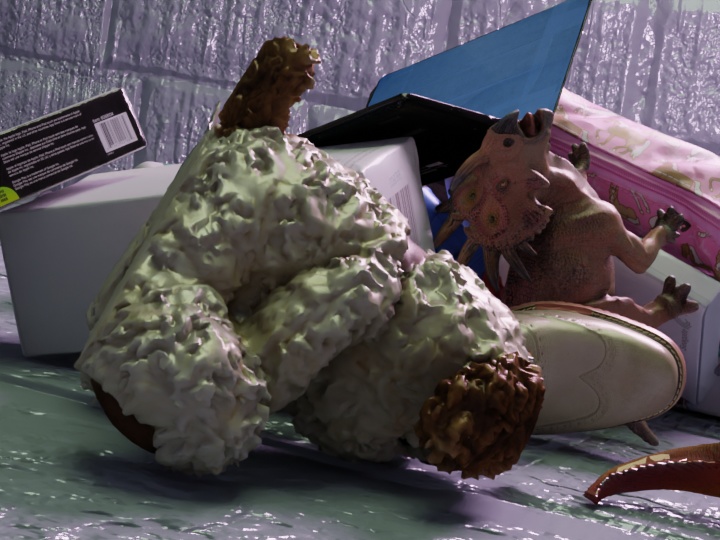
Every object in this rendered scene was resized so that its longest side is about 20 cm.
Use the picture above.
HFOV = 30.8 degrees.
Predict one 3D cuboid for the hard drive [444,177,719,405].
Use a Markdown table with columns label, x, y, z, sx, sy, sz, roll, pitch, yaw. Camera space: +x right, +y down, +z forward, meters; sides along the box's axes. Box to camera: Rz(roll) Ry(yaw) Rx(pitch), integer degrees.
| label | x | y | z | sx | sy | sz | roll | pitch | yaw |
| --- | --- | --- | --- | --- | --- | --- | --- | --- | --- |
| hard drive | 0.144 | 0.001 | 0.860 | 0.199 | 0.027 | 0.132 | 33 | -20 | 27 |

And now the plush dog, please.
| label | x | y | z | sx | sy | sz | roll | pitch | yaw |
| --- | --- | --- | --- | --- | --- | --- | --- | --- | --- |
| plush dog | -0.006 | 0.017 | 0.530 | 0.171 | 0.161 | 0.200 | 33 | -2 | -12 |

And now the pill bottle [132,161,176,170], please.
| label | x | y | z | sx | sy | sz | roll | pitch | yaw |
| --- | --- | --- | --- | --- | --- | --- | --- | --- | --- |
| pill bottle | -0.073 | -0.010 | 0.952 | 0.198 | 0.114 | 0.113 | 8 | 3 | -19 |

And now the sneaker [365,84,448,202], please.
| label | x | y | z | sx | sy | sz | roll | pitch | yaw |
| --- | --- | --- | --- | --- | --- | --- | --- | --- | --- |
| sneaker | 0.087 | -0.063 | 0.976 | 0.115 | 0.201 | 0.076 | -10 | 35 | 26 |

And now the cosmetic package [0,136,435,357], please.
| label | x | y | z | sx | sy | sz | roll | pitch | yaw |
| --- | --- | --- | --- | --- | --- | --- | --- | --- | --- |
| cosmetic package | -0.072 | -0.013 | 0.678 | 0.198 | 0.082 | 0.113 | -6 | 12 | 19 |

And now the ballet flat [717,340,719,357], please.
| label | x | y | z | sx | sy | sz | roll | pitch | yaw |
| --- | --- | --- | --- | --- | --- | --- | --- | --- | --- |
| ballet flat | 0.211 | -0.001 | 0.887 | 0.199 | 0.069 | 0.068 | 36 | 6 | 18 |

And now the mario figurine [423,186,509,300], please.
| label | x | y | z | sx | sy | sz | roll | pitch | yaw |
| --- | --- | --- | --- | --- | --- | --- | --- | --- | --- |
| mario figurine | 0.074 | 0.025 | 0.839 | 0.200 | 0.106 | 0.123 | 37 | 1 | 33 |

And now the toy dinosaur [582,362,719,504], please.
| label | x | y | z | sx | sy | sz | roll | pitch | yaw |
| --- | --- | --- | --- | --- | --- | --- | --- | --- | --- |
| toy dinosaur | 0.229 | 0.094 | 0.534 | 0.182 | 0.200 | 0.105 | 48 | 4 | 23 |

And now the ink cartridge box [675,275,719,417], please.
| label | x | y | z | sx | sy | sz | roll | pitch | yaw |
| --- | --- | --- | --- | --- | --- | --- | --- | --- | --- |
| ink cartridge box | 0.261 | 0.027 | 0.973 | 0.199 | 0.147 | 0.146 | 12 | 4 | 32 |

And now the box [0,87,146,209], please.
| label | x | y | z | sx | sy | sz | roll | pitch | yaw |
| --- | --- | --- | --- | --- | --- | --- | --- | --- | --- |
| box | -0.213 | -0.036 | 0.649 | 0.110 | 0.035 | 0.200 | -14 | 12 | 39 |

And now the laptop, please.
| label | x | y | z | sx | sy | sz | roll | pitch | yaw |
| --- | --- | --- | --- | --- | --- | --- | --- | --- | --- |
| laptop | 0.019 | -0.111 | 0.799 | 0.186 | 0.117 | 0.199 | -16 | -16 | 41 |

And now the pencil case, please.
| label | x | y | z | sx | sy | sz | roll | pitch | yaw |
| --- | --- | --- | --- | --- | --- | --- | --- | --- | --- |
| pencil case | 0.175 | -0.058 | 0.835 | 0.199 | 0.083 | 0.086 | 30 | 53 | 31 |

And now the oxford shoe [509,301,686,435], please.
| label | x | y | z | sx | sy | sz | roll | pitch | yaw |
| --- | --- | --- | --- | --- | --- | --- | --- | --- | --- |
| oxford shoe | 0.063 | 0.055 | 0.656 | 0.198 | 0.071 | 0.074 | 1 | 9 | 9 |

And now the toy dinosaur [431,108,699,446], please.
| label | x | y | z | sx | sy | sz | roll | pitch | yaw |
| --- | --- | --- | --- | --- | --- | --- | --- | --- | --- |
| toy dinosaur | 0.103 | 0.006 | 0.713 | 0.135 | 0.202 | 0.086 | -17 | 13 | -31 |
